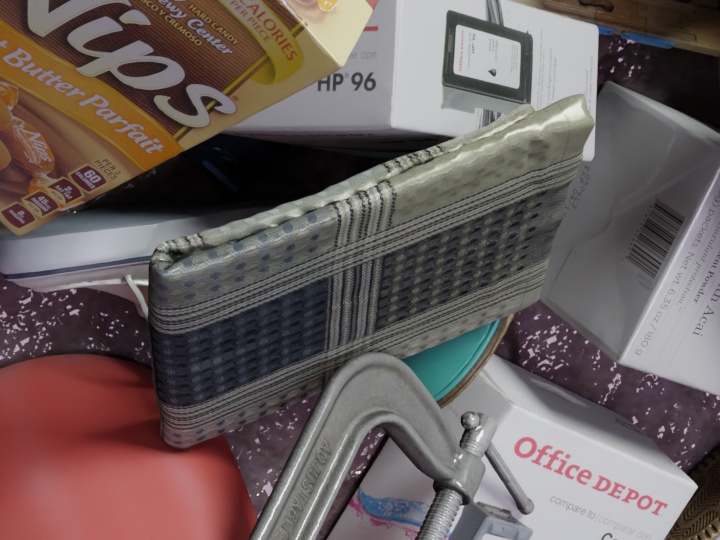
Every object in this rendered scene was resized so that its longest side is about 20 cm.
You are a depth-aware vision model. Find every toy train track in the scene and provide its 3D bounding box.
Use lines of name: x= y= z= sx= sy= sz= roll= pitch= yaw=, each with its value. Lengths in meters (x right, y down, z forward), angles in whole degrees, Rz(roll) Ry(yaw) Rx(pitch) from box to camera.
toy train track: x=0.152 y=-0.123 z=0.959 sx=0.200 sy=0.033 sz=0.115 roll=10 pitch=69 yaw=-19

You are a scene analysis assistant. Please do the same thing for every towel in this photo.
towel: x=0.000 y=0.000 z=0.816 sx=0.200 sy=0.035 sz=0.193 roll=-21 pitch=157 yaw=-13

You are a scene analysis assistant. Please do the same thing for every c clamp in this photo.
c clamp: x=0.014 y=0.131 z=0.859 sx=0.200 sy=0.027 sz=0.171 roll=-58 pitch=132 yaw=-33

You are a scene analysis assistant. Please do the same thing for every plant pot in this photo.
plant pot: x=-0.121 y=0.165 z=0.888 sx=0.200 sy=0.177 sz=0.201 roll=-10 pitch=117 yaw=-21

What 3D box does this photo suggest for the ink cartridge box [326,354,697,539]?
ink cartridge box: x=0.067 y=0.160 z=1.027 sx=0.148 sy=0.086 sz=0.200 roll=25 pitch=102 yaw=-31

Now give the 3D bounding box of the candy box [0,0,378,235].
candy box: x=-0.103 y=-0.097 z=0.711 sx=0.115 sy=0.200 sz=0.055 roll=46 pitch=46 yaw=-23

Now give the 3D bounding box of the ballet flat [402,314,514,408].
ballet flat: x=0.060 y=-0.023 z=0.951 sx=0.068 sy=0.072 sz=0.200 roll=18 pitch=104 yaw=14

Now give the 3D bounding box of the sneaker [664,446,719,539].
sneaker: x=0.280 y=0.127 z=1.116 sx=0.200 sy=0.070 sz=0.109 roll=-41 pitch=118 yaw=6

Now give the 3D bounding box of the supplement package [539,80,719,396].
supplement package: x=0.208 y=-0.001 z=0.995 sx=0.200 sy=0.120 sz=0.121 roll=18 pitch=104 yaw=-31

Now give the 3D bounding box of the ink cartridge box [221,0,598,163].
ink cartridge box: x=0.005 y=-0.088 z=0.814 sx=0.200 sy=0.116 sz=0.068 roll=5 pitch=88 yaw=-52

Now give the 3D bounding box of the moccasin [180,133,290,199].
moccasin: x=-0.113 y=-0.082 z=0.836 sx=0.200 sy=0.080 sz=0.068 roll=24 pitch=106 yaw=-30

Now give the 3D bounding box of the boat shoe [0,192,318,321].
boat shoe: x=-0.074 y=0.011 z=0.897 sx=0.202 sy=0.075 sz=0.086 roll=-6 pitch=99 yaw=-29
